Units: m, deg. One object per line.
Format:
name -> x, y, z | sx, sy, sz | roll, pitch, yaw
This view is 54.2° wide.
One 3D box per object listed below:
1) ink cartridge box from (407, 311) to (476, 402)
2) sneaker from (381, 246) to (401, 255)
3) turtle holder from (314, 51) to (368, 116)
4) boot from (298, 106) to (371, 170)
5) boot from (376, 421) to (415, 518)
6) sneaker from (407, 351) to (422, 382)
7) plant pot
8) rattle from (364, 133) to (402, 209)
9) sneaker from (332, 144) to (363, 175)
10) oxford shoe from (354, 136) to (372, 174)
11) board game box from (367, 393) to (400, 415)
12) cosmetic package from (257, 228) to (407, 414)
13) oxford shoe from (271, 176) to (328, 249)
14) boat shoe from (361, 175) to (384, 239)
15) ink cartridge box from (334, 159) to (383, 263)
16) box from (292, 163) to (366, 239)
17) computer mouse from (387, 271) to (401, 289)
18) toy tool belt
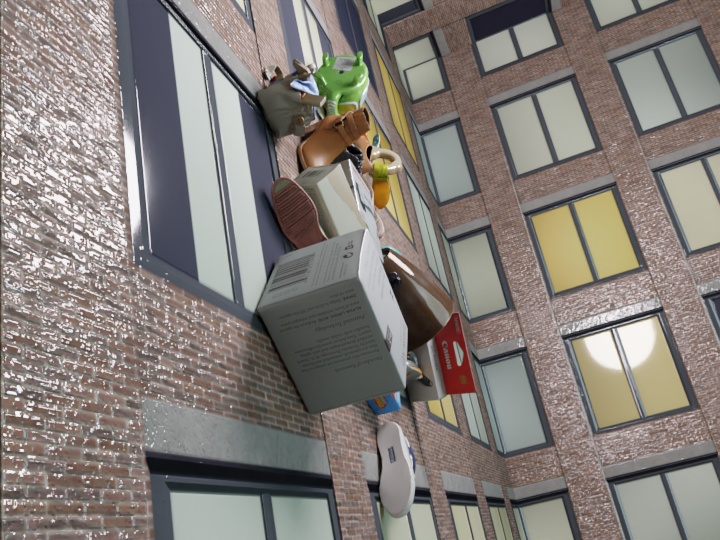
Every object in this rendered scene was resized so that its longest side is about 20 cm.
ink cartridge box -> 0.180, 0.214, 1.726 | 0.044, 0.174, 0.204 | -12, 89, -50
sneaker -> 0.073, 0.020, 1.781 | 0.122, 0.082, 0.203 | -89, 166, -55
turtle holder -> -0.040, -0.453, 1.784 | 0.133, 0.138, 0.188 | 82, -9, -53
boot -> -0.047, -0.263, 1.477 | 0.202, 0.153, 0.077 | -90, 158, -51
boot -> 0.082, 0.394, 1.349 | 0.091, 0.072, 0.202 | 55, 21, -36
sneaker -> 0.100, 0.222, 1.652 | 0.200, 0.077, 0.079 | 61, 15, -77
plant pot -> 0.087, 0.054, 1.635 | 0.201, 0.185, 0.188 | 52, 20, -18
rattle -> 0.045, -0.305, 2.098 | 0.200, 0.129, 0.144 | 49, -19, 45
sneaker -> -0.027, -0.240, 1.666 | 0.077, 0.089, 0.202 | -77, 148, -53
oxford shoe -> -0.002, -0.346, 1.949 | 0.071, 0.070, 0.203 | 48, 26, -56
board game box -> 0.017, 0.154, 1.428 | 0.202, 0.055, 0.197 | -94, 161, -45
cosmetic package -> -0.034, 0.077, 1.084 | 0.166, 0.162, 0.203 | -80, 150, -61
oxford shoe -> -0.107, -0.081, 1.243 | 0.202, 0.070, 0.074 | 64, -9, -30
boat shoe -> 0.005, -0.147, 1.768 | 0.072, 0.071, 0.203 | 107, -35, -57
ink cartridge box -> -0.022, -0.119, 1.553 | 0.147, 0.082, 0.203 | 50, 25, -59
box -> -0.053, -0.090, 1.325 | 0.078, 0.094, 0.203 | -44, 123, -36
computer mouse -> 0.000, 0.000, 1.494 | 0.200, 0.109, 0.044 | 47, 10, -44
toy tool belt -> -0.117, -0.341, 1.360 | 0.202, 0.121, 0.126 | -89, 157, -53
